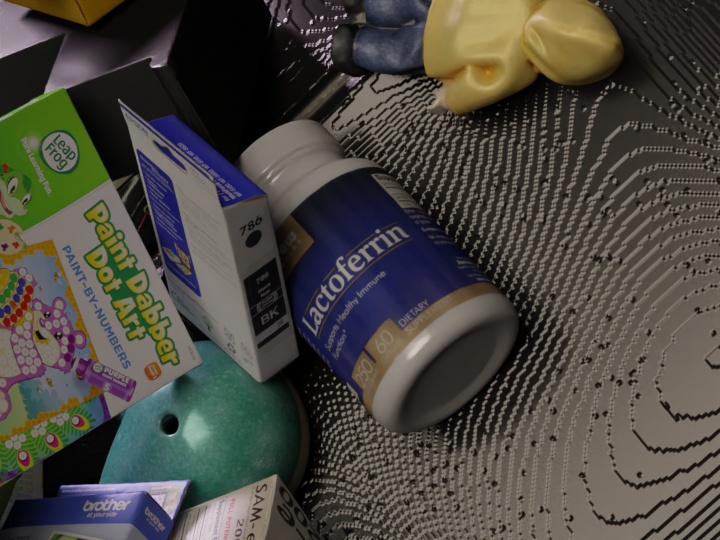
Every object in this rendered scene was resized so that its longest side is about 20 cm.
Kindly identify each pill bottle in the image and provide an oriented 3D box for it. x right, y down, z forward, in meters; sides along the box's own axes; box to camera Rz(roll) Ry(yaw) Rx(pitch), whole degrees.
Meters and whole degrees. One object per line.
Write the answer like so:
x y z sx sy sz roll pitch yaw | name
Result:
0.000 0.000 1.532 0.116 0.116 0.200 -48 64 9 | pill bottle

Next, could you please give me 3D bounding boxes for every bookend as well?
-0.177 -0.125 1.592 0.198 0.092 0.200 -19 32 19 | bookend

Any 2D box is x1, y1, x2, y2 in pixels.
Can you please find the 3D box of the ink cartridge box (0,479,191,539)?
-0.193 0.205 1.476 0.119 0.042 0.200 -7 43 36 | ink cartridge box

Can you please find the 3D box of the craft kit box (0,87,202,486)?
-0.223 0.018 1.454 0.048 0.197 0.201 -14 105 54 | craft kit box

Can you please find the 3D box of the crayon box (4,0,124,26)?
-0.174 -0.231 1.597 0.200 0.051 0.127 -39 33 -20 | crayon box

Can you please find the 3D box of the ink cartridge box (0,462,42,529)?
-0.288 0.145 1.662 0.115 0.068 0.201 -6 77 22 | ink cartridge box

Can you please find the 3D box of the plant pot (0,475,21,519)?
-0.319 0.157 1.494 0.200 0.200 0.194 -3 58 24 | plant pot

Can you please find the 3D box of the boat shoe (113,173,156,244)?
-0.167 -0.046 1.652 0.202 0.063 0.074 -55 28 -8 | boat shoe

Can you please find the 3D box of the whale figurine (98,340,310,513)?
-0.130 0.134 1.570 0.200 0.104 0.159 -41 66 10 | whale figurine

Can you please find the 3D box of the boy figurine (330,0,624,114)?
0.081 -0.163 1.556 0.199 0.064 0.125 5 81 25 | boy figurine

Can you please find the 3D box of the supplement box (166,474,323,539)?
-0.111 0.229 1.526 0.199 0.126 0.074 -22 29 19 | supplement box

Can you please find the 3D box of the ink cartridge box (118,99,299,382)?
-0.093 -0.024 1.482 0.039 0.200 0.099 -36 55 -20 | ink cartridge box
